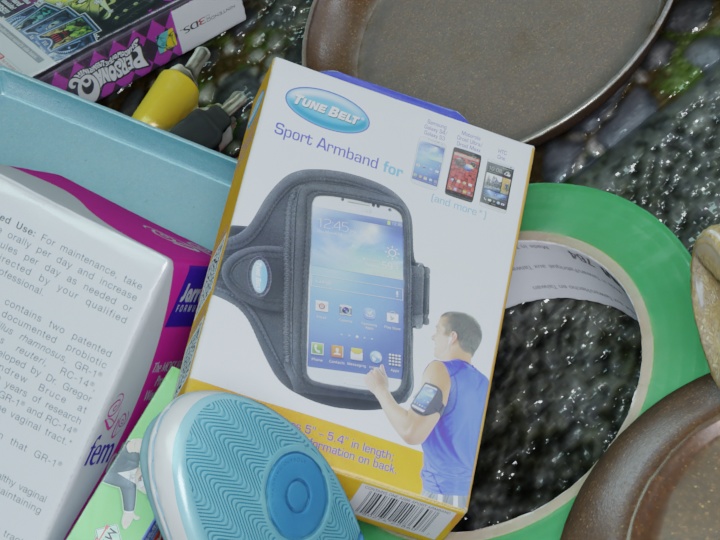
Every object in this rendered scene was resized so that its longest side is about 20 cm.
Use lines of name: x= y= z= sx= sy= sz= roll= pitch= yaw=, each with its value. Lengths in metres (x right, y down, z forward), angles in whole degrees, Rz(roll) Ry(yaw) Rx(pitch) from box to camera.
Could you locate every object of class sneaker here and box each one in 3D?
sneaker: x=-0.056 y=0.125 z=0.851 sx=0.130 sy=0.200 sz=0.080 roll=-1 pitch=41 yaw=40

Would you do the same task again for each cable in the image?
cable: x=-0.111 y=-0.021 z=1.051 sx=0.200 sy=0.097 sz=0.050 roll=-41 pitch=1 yaw=-25

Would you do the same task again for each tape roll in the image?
tape roll: x=0.060 y=0.058 z=0.927 sx=0.200 sy=0.048 sz=0.201 roll=-16 pitch=50 yaw=20

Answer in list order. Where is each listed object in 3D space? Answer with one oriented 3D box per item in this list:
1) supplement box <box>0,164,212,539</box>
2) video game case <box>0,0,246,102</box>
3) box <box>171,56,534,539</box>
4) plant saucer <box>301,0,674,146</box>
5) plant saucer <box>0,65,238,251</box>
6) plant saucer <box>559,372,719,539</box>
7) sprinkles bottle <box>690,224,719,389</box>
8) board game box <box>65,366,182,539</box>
supplement box: x=-0.146 y=0.065 z=0.937 sx=0.103 sy=0.101 sz=0.201 roll=25 pitch=95 yaw=13
video game case: x=-0.189 y=-0.145 z=1.203 sx=0.181 sy=0.036 sz=0.200 roll=-32 pitch=43 yaw=-21
box: x=0.000 y=0.000 z=0.901 sx=0.119 sy=0.041 sz=0.201 roll=18 pitch=60 yaw=-9
plant saucer: x=0.066 y=-0.126 z=1.073 sx=0.200 sy=0.032 sz=0.201 roll=-17 pitch=49 yaw=20
plant saucer: x=-0.098 y=-0.033 z=1.008 sx=0.199 sy=0.019 sz=0.070 roll=22 pitch=54 yaw=13
plant saucer: x=0.165 y=0.112 z=0.794 sx=0.200 sy=0.037 sz=0.201 roll=-6 pitch=61 yaw=11
sprinkles bottle: x=0.223 y=-0.001 z=0.806 sx=0.199 sy=0.068 sz=0.068 roll=-11 pitch=47 yaw=-8
board game box: x=-0.114 y=0.148 z=0.909 sx=0.029 sy=0.135 sz=0.200 roll=28 pitch=72 yaw=7
